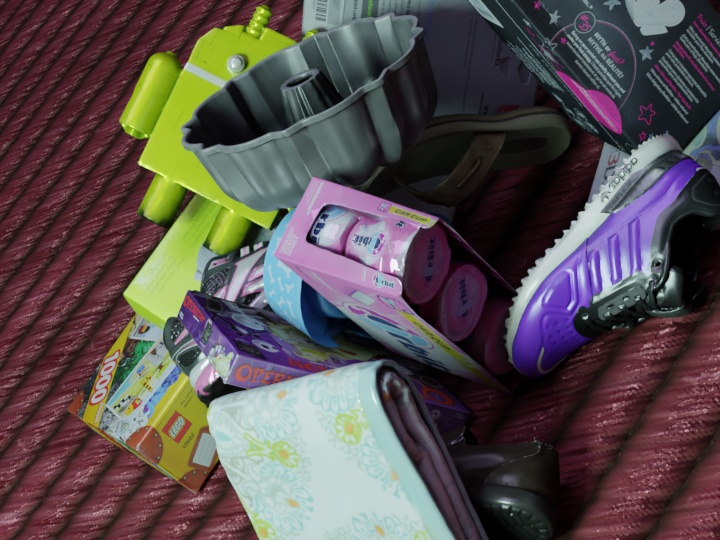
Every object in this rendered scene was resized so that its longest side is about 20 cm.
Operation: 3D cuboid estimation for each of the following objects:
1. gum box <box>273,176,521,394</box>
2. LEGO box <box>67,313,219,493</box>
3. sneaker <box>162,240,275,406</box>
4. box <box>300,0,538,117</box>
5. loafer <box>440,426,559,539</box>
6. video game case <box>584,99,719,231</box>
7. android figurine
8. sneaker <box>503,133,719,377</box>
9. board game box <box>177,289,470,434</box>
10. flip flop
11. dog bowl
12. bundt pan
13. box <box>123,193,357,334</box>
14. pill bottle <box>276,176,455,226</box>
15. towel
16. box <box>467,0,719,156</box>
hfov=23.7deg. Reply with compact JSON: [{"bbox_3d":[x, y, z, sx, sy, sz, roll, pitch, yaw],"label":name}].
[{"bbox_3d":[0.037,0.011,1.227,0.113,0.200,0.066,18,77,36],"label":"gum box"},{"bbox_3d":[-0.147,0.078,1.516,0.149,0.077,0.200,15,67,55],"label":"LEGO box"},{"bbox_3d":[-0.081,0.007,1.359,0.086,0.080,0.200,41,81,23],"label":"sneaker"},{"bbox_3d":[0.052,-0.192,1.409,0.199,0.156,0.041,11,43,5],"label":"box"},{"bbox_3d":[0.064,0.149,1.208,0.200,0.073,0.071,1,50,41],"label":"loafer"},{"bbox_3d":[0.264,-0.104,1.279,0.200,0.022,0.183,-13,46,42],"label":"video game case"},{"bbox_3d":[-0.099,-0.115,1.397,0.200,0.182,0.041,-62,-2,2],"label":"android figurine"},{"bbox_3d":[0.186,0.009,1.207,0.100,0.069,0.200,44,106,31],"label":"sneaker"},{"bbox_3d":[-0.028,0.070,1.276,0.032,0.199,0.120,-64,31,16],"label":"board game box"},{"bbox_3d":[0.085,-0.081,1.356,0.058,0.199,0.081,68,151,23],"label":"flip flop"},{"bbox_3d":[0.000,0.000,1.314,0.049,0.200,0.112,18,97,35],"label":"dog bowl"},{"bbox_3d":[-0.030,-0.112,1.286,0.201,0.076,0.202,-22,24,10],"label":"bundt pan"},{"bbox_3d":[-0.082,0.028,1.420,0.200,0.048,0.122,30,77,19],"label":"box"},{"bbox_3d":[-0.025,-0.064,1.483,0.200,0.116,0.116,-6,51,43],"label":"pill bottle"},{"bbox_3d":[-0.005,0.163,1.161,0.171,0.201,0.048,-17,12,39],"label":"towel"},{"bbox_3d":[0.174,-0.192,1.272,0.115,0.200,0.132,-46,32,-1],"label":"box"}]
